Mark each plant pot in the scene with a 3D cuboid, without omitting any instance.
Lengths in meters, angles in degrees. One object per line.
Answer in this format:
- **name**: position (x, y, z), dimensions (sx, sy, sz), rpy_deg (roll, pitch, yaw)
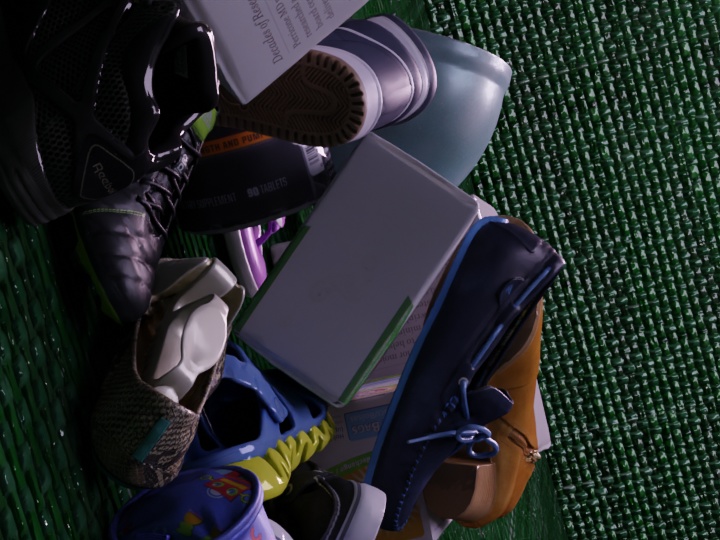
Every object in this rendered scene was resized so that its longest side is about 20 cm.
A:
- **plant pot**: position (0.013, -0.113, 1.737), dimensions (0.200, 0.200, 0.134), rpy_deg (36, 63, -76)

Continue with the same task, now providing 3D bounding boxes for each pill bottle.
- **pill bottle**: position (-0.090, -0.131, 1.311), dimensions (0.106, 0.106, 0.200), rpy_deg (-71, 146, -74)

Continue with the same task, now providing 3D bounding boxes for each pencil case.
- **pencil case**: position (-0.062, 0.199, 1.065), dimensions (0.087, 0.078, 0.200), rpy_deg (-43, 123, -51)

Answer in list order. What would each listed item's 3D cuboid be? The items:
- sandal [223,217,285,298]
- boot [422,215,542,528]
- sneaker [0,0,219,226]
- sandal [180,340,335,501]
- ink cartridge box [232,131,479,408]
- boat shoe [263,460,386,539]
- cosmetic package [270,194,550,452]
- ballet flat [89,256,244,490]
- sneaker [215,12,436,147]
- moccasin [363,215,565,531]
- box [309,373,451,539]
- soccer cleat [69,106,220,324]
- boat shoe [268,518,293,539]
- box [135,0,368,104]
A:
- **sandal**: position (-0.073, -0.071, 1.503), dimensions (0.082, 0.050, 0.203), rpy_deg (66, 14, -48)
- **boot**: position (0.086, 0.066, 1.382), dimensions (0.144, 0.071, 0.201), rpy_deg (6, 96, -73)
- **sneaker**: position (-0.126, -0.119, 1.049), dimensions (0.076, 0.114, 0.200), rpy_deg (66, 10, -52)
- **sandal**: position (-0.067, 0.078, 1.236), dimensions (0.200, 0.079, 0.087), rpy_deg (-53, 125, -81)
- **ink cartridge box**: position (0.000, 0.000, 1.320), dimensions (0.083, 0.147, 0.200), rpy_deg (34, 0, 2)
- **boat shoe**: position (-0.034, 0.144, 1.242), dimensions (0.069, 0.057, 0.200), rpy_deg (-65, -170, -4)
- **cosmetic package**: position (0.043, 0.060, 1.655), dimensions (0.165, 0.165, 0.200), rpy_deg (12, 66, -81)
- **ballet flat**: position (-0.092, 0.036, 1.106), dimensions (0.068, 0.075, 0.200), rpy_deg (34, 24, -14)
- **sneaker**: position (-0.051, -0.121, 1.228), dimensions (0.108, 0.200, 0.070), rpy_deg (-22, 125, -52)
- **moccasin**: position (0.061, 0.068, 1.273), dimensions (0.080, 0.068, 0.200), rpy_deg (-9, 122, -80)
- **box**: position (0.001, 0.131, 1.448), dimensions (0.200, 0.112, 0.101), rpy_deg (-12, 89, -80)
- **soccer cleat**: position (-0.115, -0.062, 1.121), dimensions (0.068, 0.081, 0.200), rpy_deg (65, 14, -50)
- **boat shoe**: position (-0.045, 0.206, 1.194), dimensions (0.066, 0.070, 0.200), rpy_deg (-101, 173, -59)
- **box**: position (-0.097, -0.228, 1.085), dimensions (0.199, 0.131, 0.200), rpy_deg (44, -10, 30)
